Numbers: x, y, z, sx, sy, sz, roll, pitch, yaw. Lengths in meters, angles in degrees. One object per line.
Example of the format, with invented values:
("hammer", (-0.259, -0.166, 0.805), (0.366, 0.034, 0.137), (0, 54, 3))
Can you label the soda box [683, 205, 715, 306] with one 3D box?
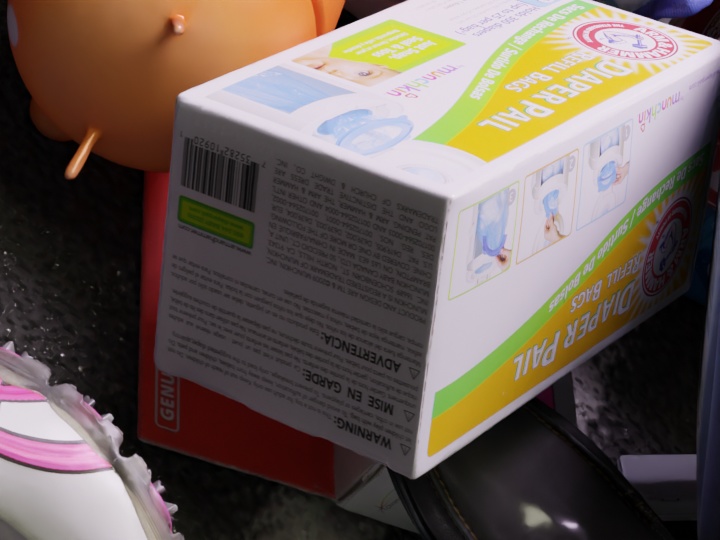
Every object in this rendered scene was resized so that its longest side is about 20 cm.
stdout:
("soda box", (0.173, -0.076, 1.167), (0.064, 0.068, 0.201), (26, 45, -22))

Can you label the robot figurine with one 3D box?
("robot figurine", (-0.060, -0.115, 0.926), (0.200, 0.143, 0.117), (-71, 153, -51))

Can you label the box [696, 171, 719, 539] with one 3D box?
("box", (0.182, 0.020, 0.875), (0.123, 0.199, 0.200), (5, 22, 6))

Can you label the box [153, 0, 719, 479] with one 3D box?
("box", (0.034, -0.025, 0.884), (0.112, 0.102, 0.200), (21, 29, 27))

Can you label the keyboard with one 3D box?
("keyboard", (0.204, 0.085, 1.010), (0.199, 0.011, 0.056), (-1, 15, 1))

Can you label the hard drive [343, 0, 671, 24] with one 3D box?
("hard drive", (0.073, -0.136, 1.086), (0.200, 0.132, 0.026), (35, 14, -15))

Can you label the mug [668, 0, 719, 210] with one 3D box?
("mug", (0.228, -0.060, 1.025), (0.200, 0.178, 0.134), (32, 33, -8))

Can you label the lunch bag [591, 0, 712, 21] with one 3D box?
("lunch bag", (0.108, -0.205, 1.002), (0.170, 0.127, 0.200), (51, 57, -10))

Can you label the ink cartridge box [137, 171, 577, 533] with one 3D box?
("ink cartridge box", (0.000, 0.000, 0.982), (0.173, 0.044, 0.201), (21, 47, -28))

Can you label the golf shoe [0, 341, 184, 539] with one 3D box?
("golf shoe", (-0.147, 0.055, 0.799), (0.200, 0.073, 0.092), (38, 58, 5))

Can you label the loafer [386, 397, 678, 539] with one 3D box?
("loafer", (0.086, 0.105, 0.906), (0.200, 0.072, 0.073), (45, 74, -18))
